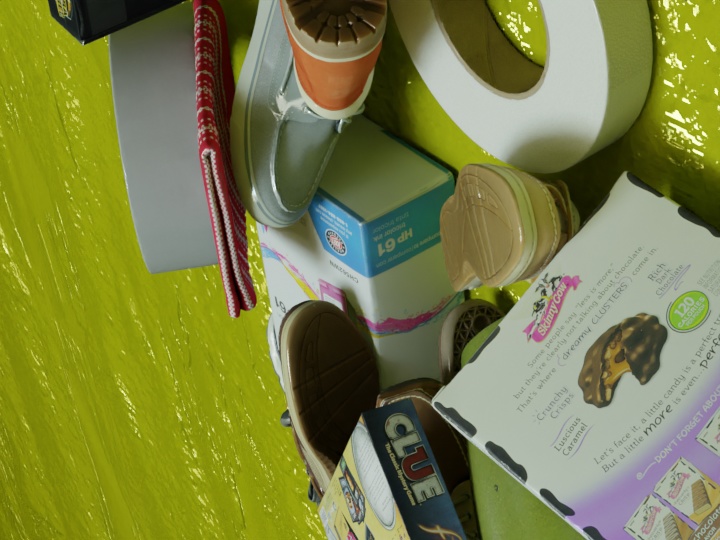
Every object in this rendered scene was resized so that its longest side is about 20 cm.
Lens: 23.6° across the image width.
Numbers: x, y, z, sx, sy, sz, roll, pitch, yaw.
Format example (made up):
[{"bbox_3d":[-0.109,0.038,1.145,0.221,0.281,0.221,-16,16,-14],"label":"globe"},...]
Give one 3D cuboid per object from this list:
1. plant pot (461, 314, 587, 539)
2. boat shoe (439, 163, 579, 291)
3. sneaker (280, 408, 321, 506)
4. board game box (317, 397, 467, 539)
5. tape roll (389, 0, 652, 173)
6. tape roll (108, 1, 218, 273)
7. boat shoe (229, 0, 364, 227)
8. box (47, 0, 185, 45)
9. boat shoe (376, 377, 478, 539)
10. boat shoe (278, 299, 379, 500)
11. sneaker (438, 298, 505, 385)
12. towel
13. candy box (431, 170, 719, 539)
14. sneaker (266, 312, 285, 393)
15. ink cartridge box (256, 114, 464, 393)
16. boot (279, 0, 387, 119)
[{"bbox_3d":[0.138,0.122,1.018,0.187,0.186,0.201,114,136,-60],"label":"plant pot"},{"bbox_3d":[0.094,-0.028,1.007,0.200,0.069,0.074,158,102,-83],"label":"boat shoe"},{"bbox_3d":[-0.004,0.187,1.434,0.201,0.082,0.077,59,155,4],"label":"sneaker"},{"bbox_3d":[0.024,0.178,1.084,0.200,0.034,0.136,111,140,-65],"label":"board game box"},{"bbox_3d":[0.083,-0.153,0.973,0.203,0.037,0.203,44,150,34],"label":"tape roll"},{"bbox_3d":[-0.142,-0.101,1.310,0.200,0.066,0.201,172,90,-89],"label":"tape roll"},{"bbox_3d":[-0.031,-0.125,1.105,0.071,0.070,0.202,12,95,46],"label":"boat shoe"},{"bbox_3d":[-0.141,-0.267,1.133,0.046,0.159,0.201,41,148,37],"label":"box"},{"bbox_3d":[0.066,0.168,1.130,0.074,0.075,0.201,-68,-44,-68],"label":"boat shoe"},{"bbox_3d":[-0.026,0.100,1.211,0.072,0.072,0.201,25,145,46],"label":"boat shoe"},{"bbox_3d":[0.088,0.112,1.199,0.075,0.070,0.201,10,124,60],"label":"sneaker"},{"bbox_3d":[-0.094,-0.084,1.182,0.200,0.022,0.145,-98,0,-51],"label":"towel"},{"bbox_3d":[0.164,0.070,0.889,0.200,0.168,0.072,39,178,39],"label":"candy box"},{"bbox_3d":[0.005,0.101,1.359,0.200,0.077,0.080,53,146,-5],"label":"sneaker"},{"bbox_3d":[0.000,0.000,1.232,0.144,0.084,0.201,36,146,42],"label":"ink cartridge box"},{"bbox_3d":[-0.025,-0.190,1.040,0.107,0.075,0.201,88,177,-63],"label":"boot"}]
